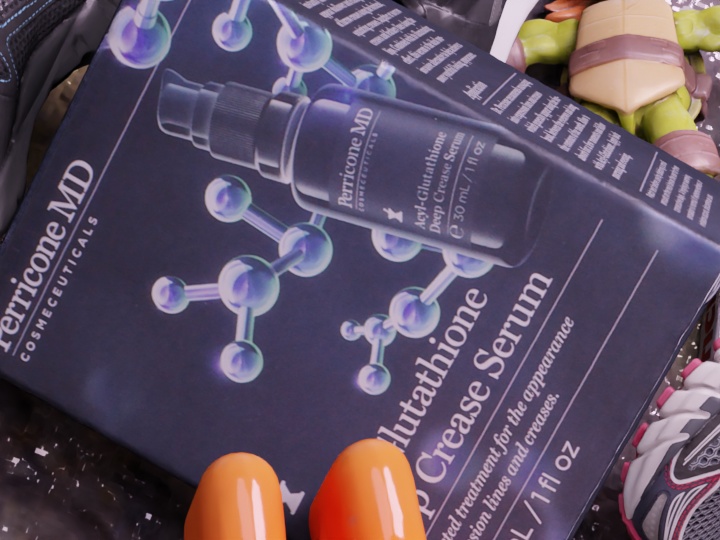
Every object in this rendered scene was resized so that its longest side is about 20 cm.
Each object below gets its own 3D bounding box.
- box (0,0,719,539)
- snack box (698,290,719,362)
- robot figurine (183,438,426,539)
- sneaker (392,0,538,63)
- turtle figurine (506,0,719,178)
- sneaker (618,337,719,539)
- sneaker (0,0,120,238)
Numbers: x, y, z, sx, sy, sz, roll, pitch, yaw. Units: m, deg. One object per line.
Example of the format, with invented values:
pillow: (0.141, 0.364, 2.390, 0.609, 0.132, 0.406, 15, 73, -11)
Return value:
box: (0.000, 0.000, 0.787, 0.200, 0.107, 0.149, 29, 104, 4)
snack box: (0.149, 0.081, 0.860, 0.072, 0.024, 0.201, 14, 64, -6)
robot figurine: (-0.007, 0.151, 0.682, 0.144, 0.116, 0.201, 12, 61, -48)
sneaker: (0.027, -0.120, 0.852, 0.076, 0.088, 0.200, 34, 81, 34)
turtle figurine: (0.087, -0.064, 0.893, 0.199, 0.064, 0.162, 2, 54, 7)
sneaker: (0.173, 0.039, 0.791, 0.200, 0.081, 0.075, -32, 63, 11)
sneaker: (-0.138, -0.065, 0.790, 0.082, 0.073, 0.200, 52, 47, -31)
